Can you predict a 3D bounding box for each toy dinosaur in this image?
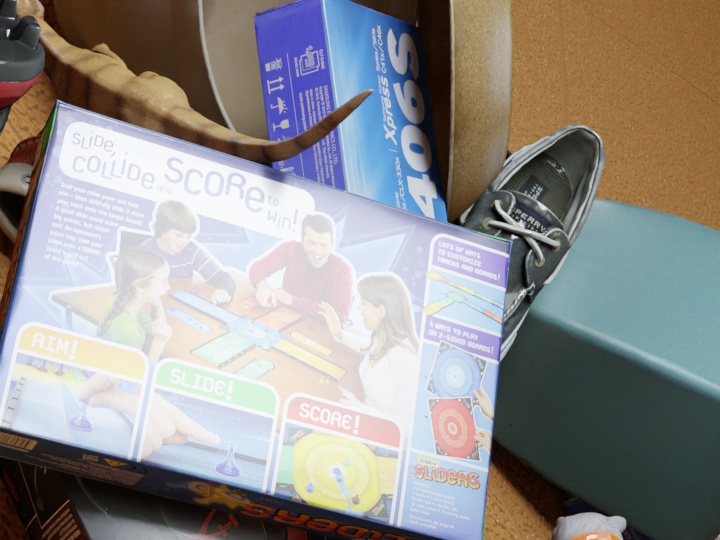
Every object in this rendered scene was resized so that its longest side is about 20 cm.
[{"bbox_3d":[-0.084,-0.060,0.719,0.199,0.061,0.106,26,-23,23],"label":"toy dinosaur"}]

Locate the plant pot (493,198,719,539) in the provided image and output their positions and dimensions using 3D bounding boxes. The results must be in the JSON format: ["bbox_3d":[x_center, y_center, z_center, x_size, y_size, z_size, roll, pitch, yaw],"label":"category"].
[{"bbox_3d":[0.151,0.048,1.030,0.199,0.142,0.142,23,45,0],"label":"plant pot"}]

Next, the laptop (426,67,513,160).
[{"bbox_3d":[0.029,-0.137,1.115,0.177,0.103,0.201,42,31,-27],"label":"laptop"}]

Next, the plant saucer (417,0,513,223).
[{"bbox_3d":[0.054,-0.123,0.898,0.200,0.035,0.202,178,-90,-88],"label":"plant saucer"}]

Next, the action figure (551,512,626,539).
[{"bbox_3d":[0.136,0.223,0.917,0.199,0.104,0.195,28,49,-40],"label":"action figure"}]

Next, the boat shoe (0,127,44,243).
[{"bbox_3d":[-0.091,0.017,0.793,0.200,0.071,0.063,49,34,-12],"label":"boat shoe"}]

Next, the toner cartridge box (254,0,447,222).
[{"bbox_3d":[0.003,-0.025,0.820,0.095,0.043,0.202,5,75,-58],"label":"toner cartridge box"}]

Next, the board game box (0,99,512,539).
[{"bbox_3d":[-0.040,0.026,0.668,0.199,0.034,0.136,17,63,-17],"label":"board game box"}]

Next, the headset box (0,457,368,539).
[{"bbox_3d":[-0.051,0.101,0.698,0.148,0.075,0.201,-24,80,-30],"label":"headset box"}]

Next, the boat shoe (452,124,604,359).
[{"bbox_3d":[0.077,-0.018,0.928,0.072,0.071,0.200,35,46,-5],"label":"boat shoe"}]

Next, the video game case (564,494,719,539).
[{"bbox_3d":[0.247,0.185,1.127,0.181,0.045,0.201,-36,94,-43],"label":"video game case"}]

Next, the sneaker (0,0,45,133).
[{"bbox_3d":[-0.209,-0.107,0.734,0.070,0.098,0.201,0,37,-44],"label":"sneaker"}]

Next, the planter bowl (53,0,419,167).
[{"bbox_3d":[-0.074,-0.153,0.888,0.200,0.134,0.202,-20,114,-55],"label":"planter bowl"}]
